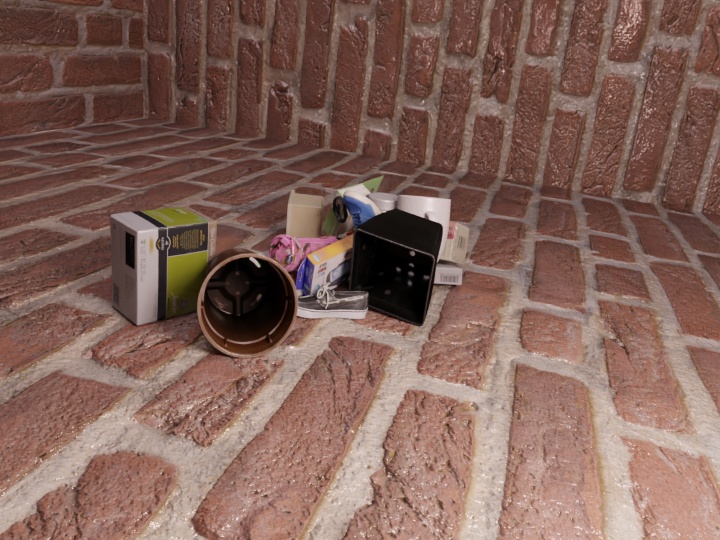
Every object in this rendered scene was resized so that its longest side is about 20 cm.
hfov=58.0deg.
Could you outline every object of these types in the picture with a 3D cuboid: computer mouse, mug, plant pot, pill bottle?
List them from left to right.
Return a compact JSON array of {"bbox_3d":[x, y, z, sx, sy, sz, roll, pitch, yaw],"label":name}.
[{"bbox_3d":[-0.244,0.047,1.334,0.194,0.208,0.198,0,13,-19],"label":"plant pot"},{"bbox_3d":[-0.057,-0.098,1.765,0.057,0.208,0.034,8,9,27],"label":"computer mouse"},{"bbox_3d":[0.056,-0.108,1.822,0.110,0.207,0.114,6,18,-2],"label":"pill bottle"},{"bbox_3d":[0.098,-0.030,1.526,0.194,0.205,0.178,19,41,16],"label":"plant pot"},{"bbox_3d":[0.169,-0.102,1.718,0.142,0.182,0.200,3,8,-10],"label":"mug"}]

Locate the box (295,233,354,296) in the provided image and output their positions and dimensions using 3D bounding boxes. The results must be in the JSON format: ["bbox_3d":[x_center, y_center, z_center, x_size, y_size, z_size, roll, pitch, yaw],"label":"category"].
[{"bbox_3d":[-0.066,-0.009,1.542,0.197,0.121,0.041,-29,58,-33],"label":"box"}]

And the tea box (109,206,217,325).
[{"bbox_3d":[-0.426,-0.017,1.410,0.193,0.207,0.132,-11,25,-44],"label":"tea box"}]

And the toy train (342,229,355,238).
[{"bbox_3d":[-0.070,-0.077,1.875,0.146,0.058,0.199,-1,13,24],"label":"toy train"}]

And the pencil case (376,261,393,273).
[{"bbox_3d":[0.000,0.000,1.683,0.194,0.086,0.086,13,1,18],"label":"pencil case"}]

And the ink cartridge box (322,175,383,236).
[{"bbox_3d":[-0.009,-0.184,1.862,0.197,0.147,0.048,-22,60,-42],"label":"ink cartridge box"}]

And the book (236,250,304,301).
[{"bbox_3d":[-0.189,0.015,1.563,0.135,0.048,0.198,53,35,11],"label":"book"}]

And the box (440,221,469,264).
[{"bbox_3d":[0.204,-0.090,1.893,0.195,0.113,0.127,11,1,28],"label":"box"}]

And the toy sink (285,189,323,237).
[{"bbox_3d":[-0.169,-0.159,2.000,0.108,0.135,0.201,5,18,-5],"label":"toy sink"}]

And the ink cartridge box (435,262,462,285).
[{"bbox_3d":[0.183,0.003,1.827,0.154,0.049,0.200,3,5,-10],"label":"ink cartridge box"}]

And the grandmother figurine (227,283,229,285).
[{"bbox_3d":[-0.373,0.002,1.592,0.121,0.061,0.199,44,-4,-27],"label":"grandmother figurine"}]

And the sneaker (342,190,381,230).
[{"bbox_3d":[0.006,-0.109,1.676,0.075,0.113,0.200,12,-24,44],"label":"sneaker"}]

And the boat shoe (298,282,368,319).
[{"bbox_3d":[-0.076,0.068,1.492,0.192,0.070,0.074,5,19,-5],"label":"boat shoe"}]

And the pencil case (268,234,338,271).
[{"bbox_3d":[-0.128,-0.042,1.555,0.085,0.086,0.197,-3,0,38],"label":"pencil case"}]
